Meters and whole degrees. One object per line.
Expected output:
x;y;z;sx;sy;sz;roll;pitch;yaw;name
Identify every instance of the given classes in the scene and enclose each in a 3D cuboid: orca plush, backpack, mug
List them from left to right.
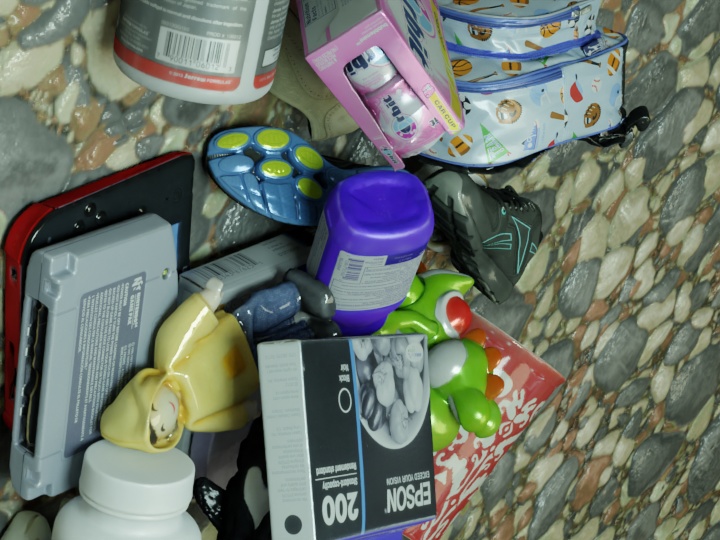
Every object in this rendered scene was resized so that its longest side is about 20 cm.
-0.089;0.161;1.495;0.105;0.070;0.202;-81;-178;-79;orca plush
0.088;0.151;1.870;0.201;0.133;0.177;-55;144;-2;mug
0.102;-0.157;1.618;0.190;0.199;0.155;-32;124;-37;backpack

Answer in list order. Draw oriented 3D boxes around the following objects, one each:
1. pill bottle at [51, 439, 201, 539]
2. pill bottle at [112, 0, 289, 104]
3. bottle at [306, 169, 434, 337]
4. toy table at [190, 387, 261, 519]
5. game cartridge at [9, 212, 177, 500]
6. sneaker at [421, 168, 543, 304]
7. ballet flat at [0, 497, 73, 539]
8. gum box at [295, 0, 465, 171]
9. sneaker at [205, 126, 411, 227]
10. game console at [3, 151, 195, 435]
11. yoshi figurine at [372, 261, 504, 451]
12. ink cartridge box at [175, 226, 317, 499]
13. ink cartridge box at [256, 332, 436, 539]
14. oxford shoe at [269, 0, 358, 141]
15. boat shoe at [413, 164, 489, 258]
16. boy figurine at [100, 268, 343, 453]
-0.177;0.230;1.492;0.112;0.112;0.202;-11;117;-48;pill bottle
-0.097;-0.224;1.374;0.115;0.115;0.202;-13;123;-47;pill bottle
0.000;0.000;1.567;0.083;0.066;0.201;-6;151;-15;bottle
-0.052;0.168;1.628;0.184;0.117;0.200;-53;153;-14;toy table
-0.191;0.060;1.479;0.133;0.041;0.202;-18;127;-44;game cartridge
0.103;-0.045;1.690;0.079;0.075;0.200;-44;154;-5;sneaker
-0.232;0.215;1.569;0.199;0.067;0.073;-13;104;-46;ballet flat
0.010;-0.173;1.453;0.066;0.201;0.114;-30;124;15;gum box
-0.044;-0.063;1.593;0.198;0.082;0.072;12;77;-40;sneaker
-0.191;0.023;1.506;0.176;0.031;0.202;-24;132;-41;game console
0.044;0.072;1.704;0.111;0.201;0.113;-5;138;-28;yoshi figurine
-0.086;0.069;1.646;0.197;0.047;0.201;-25;138;-50;ink cartridge box
-0.005;0.149;1.504;0.198;0.043;0.202;0;87;-61;ink cartridge box
-0.054;-0.167;1.515;0.074;0.071;0.200;-27;129;12;oxford shoe
0.084;-0.045;1.785;0.069;0.071;0.200;-33;146;-2;boat shoe
-0.107;0.068;1.504;0.199;0.064;0.125;-29;123;-33;boy figurine
